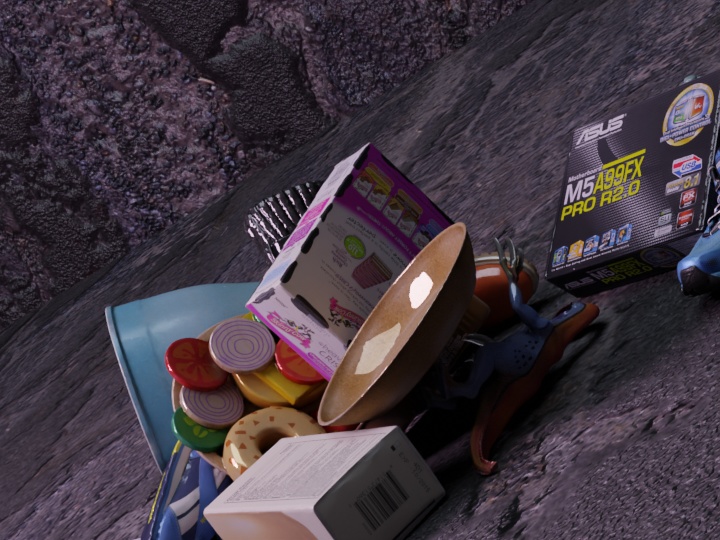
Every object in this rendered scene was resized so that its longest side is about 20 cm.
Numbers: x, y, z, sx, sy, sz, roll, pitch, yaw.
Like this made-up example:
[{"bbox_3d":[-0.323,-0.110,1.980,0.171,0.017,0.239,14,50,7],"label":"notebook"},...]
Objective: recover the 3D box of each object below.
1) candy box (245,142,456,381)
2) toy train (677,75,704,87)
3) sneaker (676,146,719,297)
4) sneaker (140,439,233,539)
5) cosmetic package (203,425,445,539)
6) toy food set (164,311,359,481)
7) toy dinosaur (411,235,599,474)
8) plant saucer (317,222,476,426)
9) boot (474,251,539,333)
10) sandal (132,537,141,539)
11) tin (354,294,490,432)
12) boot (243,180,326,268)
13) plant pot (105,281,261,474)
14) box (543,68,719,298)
[{"bbox_3d":[0.000,0.000,1.693,0.061,0.136,0.200,-32,20,47],"label":"candy box"},{"bbox_3d":[0.338,-0.134,1.745,0.114,0.085,0.200,-15,21,35],"label":"toy train"},{"bbox_3d":[0.298,-0.053,1.486,0.078,0.090,0.200,-23,18,48],"label":"sneaker"},{"bbox_3d":[-0.148,0.228,1.651,0.074,0.082,0.200,122,168,-53],"label":"sneaker"},{"bbox_3d":[-0.032,0.187,1.498,0.105,0.071,0.200,-41,13,-26],"label":"cosmetic package"},{"bbox_3d":[-0.078,0.111,1.686,0.200,0.198,0.049,-40,-23,-33],"label":"toy food set"},{"bbox_3d":[0.132,0.081,1.537,0.181,0.200,0.105,-11,-30,-23],"label":"toy dinosaur"},{"bbox_3d":[0.038,0.052,1.512,0.200,0.035,0.200,-53,9,12],"label":"plant saucer"},{"bbox_3d":[0.080,0.058,1.750,0.200,0.075,0.107,-28,28,24],"label":"boot"},{"bbox_3d":[-0.215,0.278,1.699,0.206,0.059,0.079,-16,-3,-13],"label":"sandal"},{"bbox_3d":[0.050,0.094,1.627,0.200,0.042,0.112,-51,0,-39],"label":"tin"},{"bbox_3d":[0.001,-0.018,1.875,0.211,0.158,0.079,-5,-40,-27],"label":"boot"},{"bbox_3d":[-0.138,0.100,1.907,0.188,0.200,0.200,-20,11,-4],"label":"plant pot"},{"bbox_3d":[0.253,-0.074,1.634,0.200,0.044,0.160,-20,50,52],"label":"box"}]
